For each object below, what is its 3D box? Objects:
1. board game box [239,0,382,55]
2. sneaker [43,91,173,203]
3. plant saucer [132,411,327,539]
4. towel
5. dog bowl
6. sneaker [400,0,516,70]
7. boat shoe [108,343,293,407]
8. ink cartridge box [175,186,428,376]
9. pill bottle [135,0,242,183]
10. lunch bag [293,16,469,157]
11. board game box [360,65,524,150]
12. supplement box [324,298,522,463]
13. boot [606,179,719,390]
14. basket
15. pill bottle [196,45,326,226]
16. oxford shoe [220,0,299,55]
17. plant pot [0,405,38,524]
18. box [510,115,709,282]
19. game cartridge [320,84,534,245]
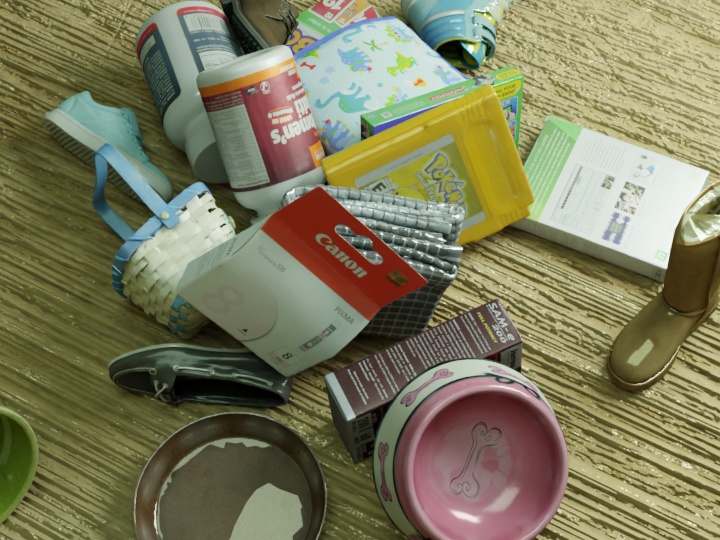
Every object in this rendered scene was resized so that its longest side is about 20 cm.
[{"bbox_3d":[-0.065,-0.273,1.731,0.200,0.030,0.096,-34,63,-12],"label":"board game box"},{"bbox_3d":[-0.282,-0.153,1.648,0.200,0.074,0.082,36,71,20],"label":"sneaker"},{"bbox_3d":[-0.132,0.242,1.433,0.199,0.035,0.201,-1,61,2],"label":"plant saucer"},{"bbox_3d":[0.000,0.000,1.468,0.199,0.166,0.086,9,52,-9],"label":"towel"},{"bbox_3d":[0.115,0.189,1.367,0.199,0.074,0.201,0,93,-11],"label":"dog bowl"},{"bbox_3d":[0.161,-0.312,1.711,0.199,0.080,0.131,-22,59,2],"label":"sneaker"},{"bbox_3d":[-0.170,0.117,1.489,0.199,0.067,0.057,-2,55,-2],"label":"boat shoe"},{"bbox_3d":[-0.060,0.018,1.390,0.200,0.162,0.057,-24,35,41],"label":"ink cartridge box"},{"bbox_3d":[-0.183,-0.207,1.646,0.119,0.120,0.200,-18,61,-7],"label":"pill bottle"},{"bbox_3d":[0.017,-0.195,1.621,0.200,0.128,0.170,-36,64,-16],"label":"lunch bag"},{"bbox_3d":[0.090,-0.138,1.554,0.199,0.135,0.029,-21,43,-24],"label":"board game box"},{"bbox_3d":[0.067,0.115,1.451,0.199,0.109,0.061,-25,60,-9],"label":"supplement box"},{"bbox_3d":[0.323,0.016,1.438,0.066,0.200,0.175,35,68,21],"label":"boot"},{"bbox_3d":[-0.219,-0.034,1.522,0.200,0.176,0.139,43,70,4],"label":"basket"},{"bbox_3d":[-0.098,-0.134,1.523,0.109,0.110,0.201,-20,103,-8],"label":"pill bottle"},{"bbox_3d":[-0.111,-0.296,1.679,0.084,0.073,0.200,-21,41,-4],"label":"oxford shoe"},{"bbox_3d":[-0.460,0.163,1.424,0.200,0.201,0.184,-36,53,-16],"label":"plant pot"},{"bbox_3d":[0.279,-0.084,1.595,0.199,0.036,0.145,22,64,14],"label":"box"},{"bbox_3d":[0.078,-0.089,1.511,0.199,0.177,0.032,-24,41,4],"label":"game cartridge"}]
